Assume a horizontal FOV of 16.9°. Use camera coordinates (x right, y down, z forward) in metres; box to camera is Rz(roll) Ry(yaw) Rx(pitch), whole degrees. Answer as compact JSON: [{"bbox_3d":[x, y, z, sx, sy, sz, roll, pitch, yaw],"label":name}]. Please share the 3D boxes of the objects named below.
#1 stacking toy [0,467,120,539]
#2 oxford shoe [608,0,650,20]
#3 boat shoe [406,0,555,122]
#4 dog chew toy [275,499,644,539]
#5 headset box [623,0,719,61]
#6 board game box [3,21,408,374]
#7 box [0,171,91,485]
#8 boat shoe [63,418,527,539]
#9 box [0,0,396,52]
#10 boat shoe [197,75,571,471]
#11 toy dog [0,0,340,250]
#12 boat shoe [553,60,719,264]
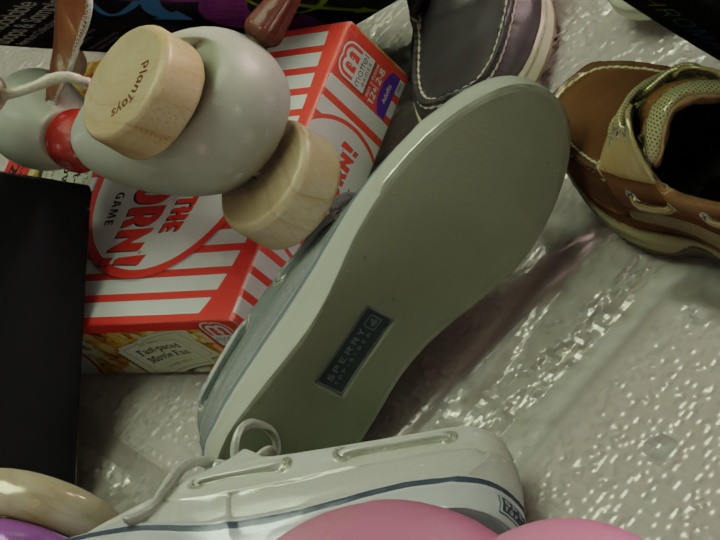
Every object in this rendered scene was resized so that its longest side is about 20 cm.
[{"bbox_3d":[-0.148,0.177,0.905,0.085,0.085,0.200,-12,47,36],"label":"stacking toy"},{"bbox_3d":[0.176,-0.182,1.008,0.200,0.058,0.075,-40,37,5],"label":"oxford shoe"},{"bbox_3d":[0.047,-0.140,1.077,0.072,0.065,0.200,-16,42,31],"label":"boat shoe"},{"bbox_3d":[0.052,0.129,0.730,0.200,0.125,0.125,-5,47,29],"label":"dog chew toy"},{"bbox_3d":[0.171,-0.138,0.847,0.200,0.174,0.093,10,77,48],"label":"headset box"},{"bbox_3d":[-0.087,-0.028,1.086,0.200,0.046,0.152,-4,56,42],"label":"board game box"},{"bbox_3d":[-0.214,0.036,1.071,0.200,0.079,0.141,-7,81,42],"label":"box"},{"bbox_3d":[-0.038,0.093,0.880,0.202,0.075,0.086,-16,32,13],"label":"boat shoe"},{"bbox_3d":[-0.098,-0.126,1.070,0.143,0.200,0.036,161,110,-64],"label":"box"},{"bbox_3d":[0.000,0.001,0.943,0.201,0.070,0.072,-52,30,7],"label":"boat shoe"},{"bbox_3d":[-0.083,-0.080,0.973,0.200,0.132,0.096,21,77,35],"label":"toy dog"},{"bbox_3d":[0.130,-0.044,0.882,0.076,0.074,0.200,-46,34,-8],"label":"boat shoe"}]
